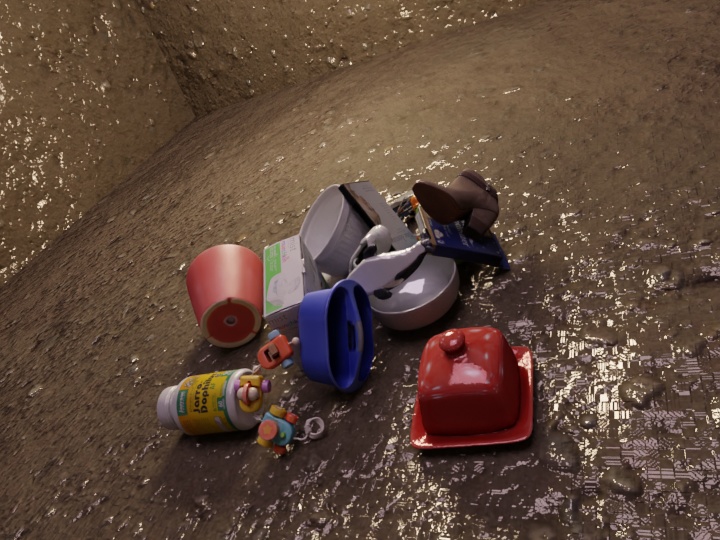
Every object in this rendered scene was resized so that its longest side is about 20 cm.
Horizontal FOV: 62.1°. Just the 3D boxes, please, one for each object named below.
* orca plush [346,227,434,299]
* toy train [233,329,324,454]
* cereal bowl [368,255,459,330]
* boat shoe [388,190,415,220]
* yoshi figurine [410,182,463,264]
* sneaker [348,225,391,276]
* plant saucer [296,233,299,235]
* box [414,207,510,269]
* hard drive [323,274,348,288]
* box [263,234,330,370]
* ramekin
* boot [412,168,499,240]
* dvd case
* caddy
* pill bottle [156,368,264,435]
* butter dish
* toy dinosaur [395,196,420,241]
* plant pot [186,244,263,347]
[{"bbox_3d":[0.062,-0.012,1.187,0.200,0.106,0.071,-43,-15,16],"label":"orca plush"},{"bbox_3d":[-0.151,0.217,1.056,0.147,0.204,0.056,-28,-14,8],"label":"toy train"},{"bbox_3d":[0.112,0.050,1.209,0.195,0.085,0.202,-20,30,12],"label":"cereal bowl"},{"bbox_3d":[0.127,-0.166,1.550,0.197,0.063,0.074,-31,13,-26],"label":"boat shoe"},{"bbox_3d":[0.183,-0.087,1.328,0.108,0.114,0.204,-6,54,-9],"label":"yoshi figurine"},{"bbox_3d":[0.000,0.000,1.272,0.069,0.205,0.080,31,32,21],"label":"sneaker"},{"bbox_3d":[-0.087,-0.090,1.628,0.199,0.037,0.198,-41,34,-23],"label":"plant saucer"},{"bbox_3d":[0.215,-0.067,1.229,0.194,0.033,0.123,10,40,-19],"label":"box"},{"bbox_3d":[-0.092,0.060,1.410,0.128,0.026,0.202,-17,32,16],"label":"hard drive"},{"bbox_3d":[-0.123,0.064,1.240,0.094,0.178,0.203,-20,42,9],"label":"box"},{"bbox_3d":[-0.057,-0.084,1.384,0.199,0.103,0.204,-41,35,36],"label":"ramekin"},{"bbox_3d":[0.202,-0.157,1.225,0.070,0.198,0.148,-36,22,48],"label":"boot"},{"bbox_3d":[0.046,-0.119,1.338,0.018,0.201,0.142,-43,-11,26],"label":"dvd case"},{"bbox_3d":[-0.035,0.120,1.108,0.103,0.207,0.139,-2,2,38],"label":"caddy"},{"bbox_3d":[-0.296,0.260,1.169,0.194,0.115,0.114,-11,32,24],"label":"pill bottle"},{"bbox_3d":[0.162,0.158,0.939,0.194,0.151,0.202,-11,32,24],"label":"butter dish"},{"bbox_3d":[0.080,-0.071,1.442,0.178,0.105,0.204,25,86,30],"label":"toy dinosaur"},{"bbox_3d":[-0.313,0.069,1.418,0.196,0.203,0.179,-24,38,1],"label":"plant pot"}]
